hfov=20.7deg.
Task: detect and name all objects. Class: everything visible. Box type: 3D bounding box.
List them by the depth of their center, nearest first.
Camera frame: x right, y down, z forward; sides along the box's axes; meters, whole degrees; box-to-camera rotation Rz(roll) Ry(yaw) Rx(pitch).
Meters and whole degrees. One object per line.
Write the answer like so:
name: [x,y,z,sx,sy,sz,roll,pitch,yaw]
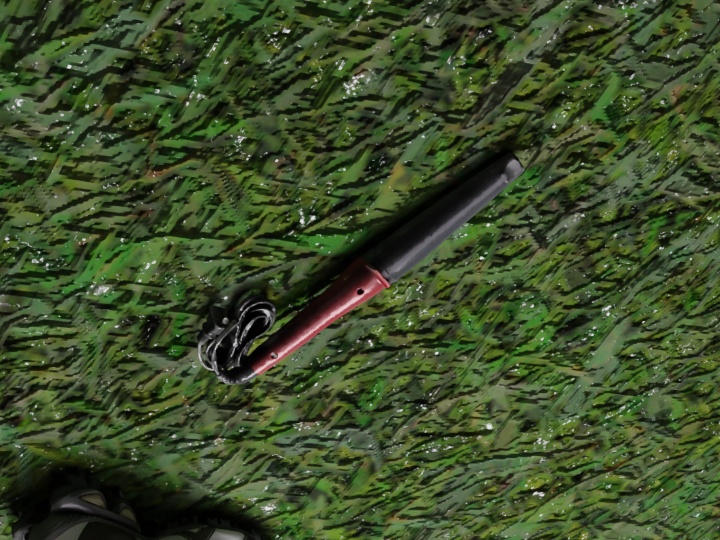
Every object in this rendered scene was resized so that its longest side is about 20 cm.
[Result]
curling iron: [0.000,0.000,1.023,0.199,0.026,0.050,-31,144,7]
golf shoe: [-0.111,0.188,1.126,0.199,0.095,0.078,22,121,-44]
